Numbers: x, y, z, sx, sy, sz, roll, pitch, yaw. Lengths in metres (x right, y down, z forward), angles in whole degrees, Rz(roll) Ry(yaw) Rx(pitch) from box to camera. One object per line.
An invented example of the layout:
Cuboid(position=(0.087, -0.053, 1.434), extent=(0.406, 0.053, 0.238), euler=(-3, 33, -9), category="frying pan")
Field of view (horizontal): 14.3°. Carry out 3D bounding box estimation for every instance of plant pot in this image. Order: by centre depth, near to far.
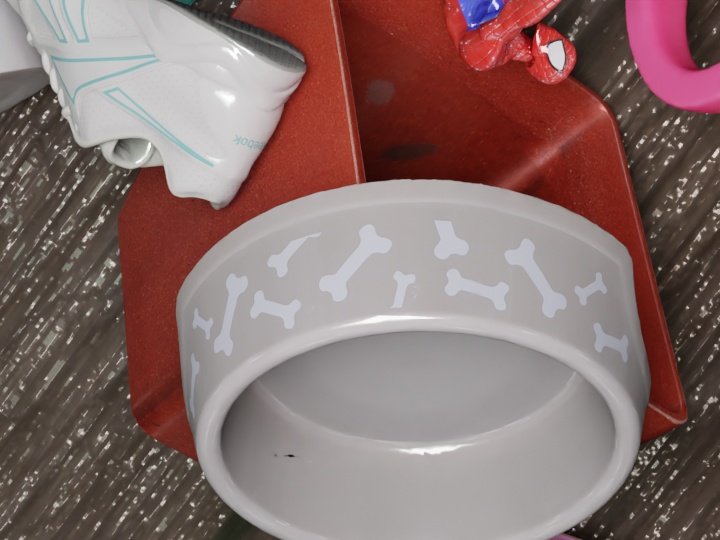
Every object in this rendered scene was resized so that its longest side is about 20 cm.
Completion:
Cuboid(position=(0.000, 0.000, 1.269), extent=(0.176, 0.199, 0.201), euler=(-37, 40, 27), category="plant pot")

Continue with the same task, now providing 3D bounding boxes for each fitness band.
Cuboid(position=(0.177, -0.151, 1.219), extent=(0.200, 0.037, 0.145), euler=(-48, 43, 46), category="fitness band")

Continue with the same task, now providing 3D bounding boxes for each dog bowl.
Cuboid(position=(0.022, 0.048, 1.138), extent=(0.199, 0.201, 0.059), euler=(-11, 52, 13), category="dog bowl")

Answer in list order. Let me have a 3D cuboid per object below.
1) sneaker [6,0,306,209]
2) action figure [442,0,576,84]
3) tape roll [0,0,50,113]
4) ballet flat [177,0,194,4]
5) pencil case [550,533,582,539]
Cuboid(position=(-0.110, -0.092, 1.225), extent=(0.200, 0.070, 0.081), euler=(33, 106, 41), category="sneaker")
Cuboid(position=(0.038, -0.159, 1.224), extent=(0.099, 0.065, 0.200), euler=(-34, 116, 28), category="action figure")
Cuboid(position=(-0.245, -0.090, 1.335), extent=(0.201, 0.202, 0.071), euler=(-22, 88, 13), category="tape roll")
Cuboid(position=(-0.138, -0.179, 1.324), extent=(0.069, 0.200, 0.063), euler=(-38, 58, 14), category="ballet flat")
Cuboid(position=(0.133, 0.173, 1.327), extent=(0.199, 0.087, 0.083), euler=(16, 66, 11), category="pencil case")
